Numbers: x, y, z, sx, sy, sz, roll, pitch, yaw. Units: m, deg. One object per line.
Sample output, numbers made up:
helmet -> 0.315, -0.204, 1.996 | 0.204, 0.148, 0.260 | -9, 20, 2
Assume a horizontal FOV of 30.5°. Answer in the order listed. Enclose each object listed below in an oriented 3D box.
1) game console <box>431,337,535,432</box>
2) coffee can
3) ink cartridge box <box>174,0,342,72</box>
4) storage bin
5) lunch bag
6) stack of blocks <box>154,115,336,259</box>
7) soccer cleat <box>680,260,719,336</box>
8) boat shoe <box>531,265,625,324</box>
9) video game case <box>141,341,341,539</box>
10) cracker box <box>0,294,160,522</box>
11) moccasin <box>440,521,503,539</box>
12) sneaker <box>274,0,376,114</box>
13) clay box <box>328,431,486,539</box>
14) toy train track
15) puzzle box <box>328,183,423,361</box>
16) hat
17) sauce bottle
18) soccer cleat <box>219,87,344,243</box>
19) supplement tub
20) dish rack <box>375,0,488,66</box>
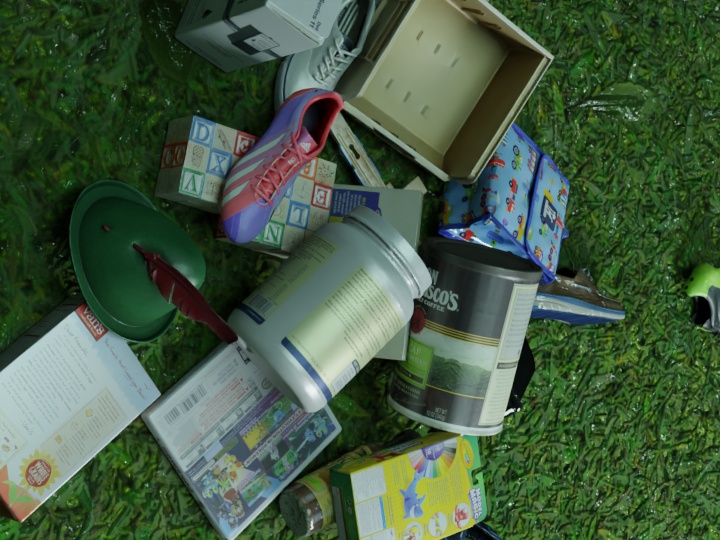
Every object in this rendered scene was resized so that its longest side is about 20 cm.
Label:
game console -> 0.135, 0.092, 1.714 | 0.175, 0.116, 0.201 | -25, 105, -4
coffee can -> 0.124, 0.077, 1.572 | 0.145, 0.146, 0.202 | 5, 102, -37
ink cartridge box -> -0.099, -0.309, 1.431 | 0.083, 0.199, 0.148 | 31, 71, -32
storage bin -> 0.094, -0.237, 1.610 | 0.199, 0.094, 0.200 | 32, 91, -29
lunch bag -> 0.203, -0.083, 1.719 | 0.199, 0.094, 0.152 | 31, 59, -38
stack of blocks -> -0.129, -0.089, 1.490 | 0.199, 0.058, 0.116 | 16, 79, -36
soccer cleat -> 0.554, 0.074, 2.015 | 0.081, 0.067, 0.200 | -45, 115, -10
boat shoe -> 0.290, 0.031, 1.802 | 0.199, 0.072, 0.073 | 10, 74, -41
video game case -> -0.131, 0.174, 1.506 | 0.200, 0.023, 0.183 | -42, 113, -31
cracker box -> -0.318, 0.136, 1.341 | 0.200, 0.057, 0.135 | -43, 114, -29
moccasin -> 0.112, 0.319, 1.658 | 0.199, 0.068, 0.081 | 22, 76, -35
sneaker -> -0.041, -0.253, 1.554 | 0.073, 0.071, 0.202 | 30, 71, -33
clay box -> 0.060, 0.264, 1.555 | 0.199, 0.047, 0.116 | -12, 97, -38
toy train track -> 0.008, -0.108, 1.617 | 0.114, 0.032, 0.201 | -39, 106, -24
puzzle box -> 0.000, 0.000, 1.552 | 0.025, 0.132, 0.202 | 33, 64, -76
hat -> -0.177, -0.019, 1.345 | 0.165, 0.175, 0.202 | -19, 91, -58
sauce bottle -> -0.005, 0.247, 1.575 | 0.199, 0.064, 0.065 | -25, 103, -37
soccer cleat -> -0.087, -0.118, 1.438 | 0.067, 0.076, 0.201 | 42, 65, -29
supplement tub -> -0.032, 0.040, 1.455 | 0.200, 0.145, 0.145 | -44, 115, -12
dish rack -> 0.090, -0.358, 1.677 | 0.172, 0.043, 0.201 | 47, 64, -28
